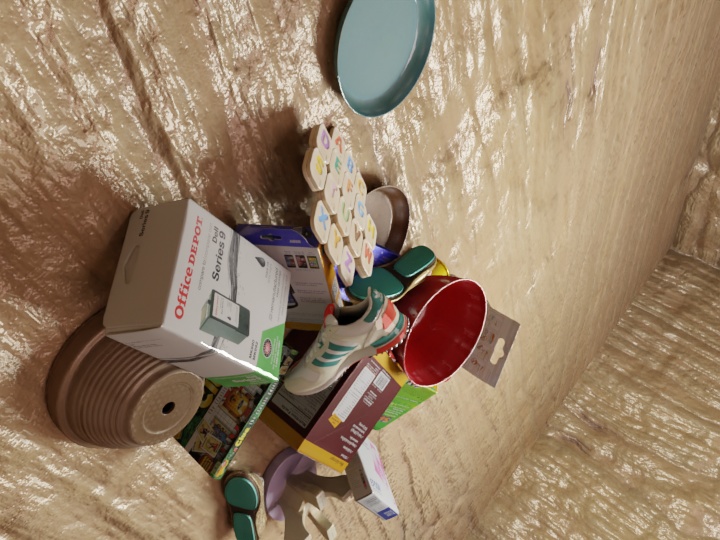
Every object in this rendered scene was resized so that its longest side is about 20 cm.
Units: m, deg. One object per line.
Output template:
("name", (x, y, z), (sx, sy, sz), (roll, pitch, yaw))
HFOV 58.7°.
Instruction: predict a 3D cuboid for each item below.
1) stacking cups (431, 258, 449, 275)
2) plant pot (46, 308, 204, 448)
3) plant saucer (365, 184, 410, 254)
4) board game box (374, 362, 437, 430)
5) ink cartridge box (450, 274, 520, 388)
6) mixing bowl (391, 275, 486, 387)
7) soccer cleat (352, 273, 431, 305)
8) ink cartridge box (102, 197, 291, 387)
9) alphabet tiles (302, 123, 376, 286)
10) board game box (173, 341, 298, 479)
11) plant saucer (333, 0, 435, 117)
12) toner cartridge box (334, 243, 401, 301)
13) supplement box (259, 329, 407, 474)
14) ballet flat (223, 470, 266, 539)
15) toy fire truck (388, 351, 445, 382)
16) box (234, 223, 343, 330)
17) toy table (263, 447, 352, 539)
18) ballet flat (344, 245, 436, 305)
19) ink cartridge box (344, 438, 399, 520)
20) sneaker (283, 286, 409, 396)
("stacking cups", (0.084, 0.056, 1.204), (0.200, 0.060, 0.061), (-44, 146, -24))
("plant pot", (-0.252, 0.137, 0.758), (0.200, 0.092, 0.202), (-36, 142, -35))
("plant saucer", (0.006, -0.048, 1.029), (0.200, 0.034, 0.202), (-35, 141, -33))
("board game box", (0.050, 0.246, 1.222), (0.200, 0.095, 0.030), (-46, -156, 39))
("ink cartridge box", (0.235, 0.124, 1.343), (0.047, 0.199, 0.162), (-16, 129, -48))
("mixing bowl", (0.113, 0.085, 1.101), (0.199, 0.108, 0.202), (-23, 127, -33))
("soccer cleat", (0.058, 0.030, 1.142), (0.200, 0.068, 0.086), (-43, 147, -19))
("ink cartridge box", (-0.171, 0.033, 0.719), (0.200, 0.083, 0.148), (40, 48, -53))
("alphabet tiles", (-0.022, -0.088, 0.846), (0.197, 0.014, 0.201), (-81, 152, -42))
("board game box", (-0.176, 0.170, 0.883), (0.201, 0.104, 0.023), (-59, 145, -2))
("plant saucer", (0.030, -0.306, 0.853), (0.200, 0.027, 0.202), (-36, 143, -34))
("toner cartridge box", (0.000, 0.000, 0.989), (0.199, 0.043, 0.096), (21, 99, -58))
("supplement box", (-0.052, 0.197, 1.056), (0.201, 0.132, 0.198), (-53, 149, -10))
("ballet flat", (-0.193, 0.390, 1.100), (0.066, 0.070, 0.202), (-65, 166, -52))
("toy fire truck", (0.102, 0.143, 1.281), (0.199, 0.111, 0.170), (-8, 96, -51))
("box", (-0.094, 0.006, 0.849), (0.201, 0.117, 0.042), (80, 18, -46))
("toy table", (-0.101, 0.429, 1.199), (0.184, 0.117, 0.201), (-48, 146, -19))
("ballet flat", (0.047, 0.023, 0.975), (0.199, 0.069, 0.063), (-26, 149, -41))
("ink cartridge box", (0.002, 0.353, 1.209), (0.043, 0.201, 0.197), (-24, 146, 4))
("sneaker", (-0.037, 0.090, 0.860), (0.199, 0.071, 0.094), (-31, 119, 17))
